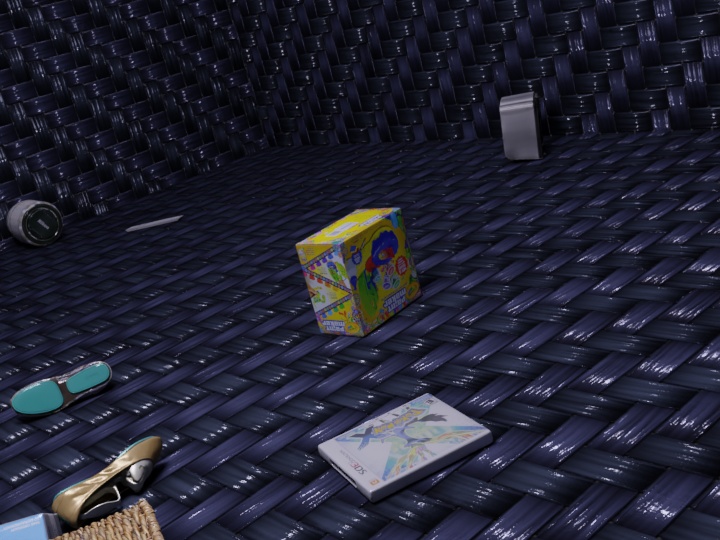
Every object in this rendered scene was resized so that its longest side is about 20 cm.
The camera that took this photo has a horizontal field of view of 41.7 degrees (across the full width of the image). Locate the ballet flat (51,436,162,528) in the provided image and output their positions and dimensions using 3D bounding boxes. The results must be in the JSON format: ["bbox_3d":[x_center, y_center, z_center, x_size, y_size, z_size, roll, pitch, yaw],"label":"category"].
[{"bbox_3d":[-0.371,0.328,1.442,0.063,0.069,0.199,33,47,30],"label":"ballet flat"}]

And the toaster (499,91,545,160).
[{"bbox_3d":[0.483,-0.436,2.806,0.118,0.201,0.181,-6,20,13],"label":"toaster"}]

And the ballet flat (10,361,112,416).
[{"bbox_3d":[-0.589,0.240,1.874,0.199,0.073,0.072,-21,18,-18],"label":"ballet flat"}]

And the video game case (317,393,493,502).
[{"bbox_3d":[0.061,0.249,1.362,0.199,0.022,0.182,-22,19,-21],"label":"video game case"}]

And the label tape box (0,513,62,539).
[{"bbox_3d":[-0.471,0.364,1.227,0.142,0.067,0.200,-14,-14,-13],"label":"label tape box"}]

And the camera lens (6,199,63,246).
[{"bbox_3d":[-1.184,-0.174,3.430,0.159,0.161,0.199,-26,21,-32],"label":"camera lens"}]

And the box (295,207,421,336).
[{"bbox_3d":[0.000,0.000,1.886,0.121,0.194,0.200,1,24,41],"label":"box"}]

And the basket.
[{"bbox_3d":[-0.273,0.376,1.054,0.148,0.144,0.200,-19,15,-19],"label":"basket"}]

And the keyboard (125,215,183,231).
[{"bbox_3d":[-0.711,-0.164,3.261,0.198,0.011,0.056,-12,18,10],"label":"keyboard"}]
